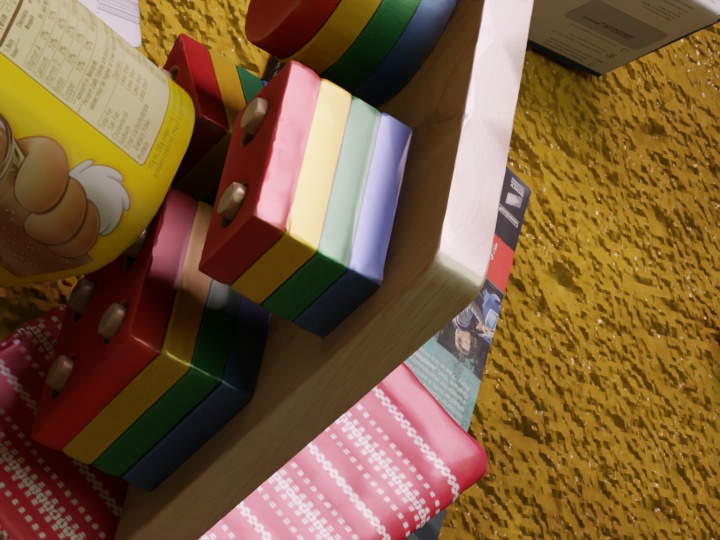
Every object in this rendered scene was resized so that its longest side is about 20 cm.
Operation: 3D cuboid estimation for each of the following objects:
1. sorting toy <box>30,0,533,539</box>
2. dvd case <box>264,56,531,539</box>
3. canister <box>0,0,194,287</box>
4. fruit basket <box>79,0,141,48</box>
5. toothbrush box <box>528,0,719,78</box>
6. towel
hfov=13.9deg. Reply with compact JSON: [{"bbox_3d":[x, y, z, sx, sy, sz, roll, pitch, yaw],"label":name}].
[{"bbox_3d":[-0.030,-0.033,0.995,0.070,0.200,0.199,29,46,-18],"label":"sorting toy"},{"bbox_3d":[0.000,0.000,1.211,0.146,0.022,0.200,41,45,-29],"label":"dvd case"},{"bbox_3d":[-0.168,-0.078,0.953,0.200,0.149,0.087,39,61,-33],"label":"canister"},{"bbox_3d":[-0.160,-0.188,1.081,0.185,0.094,0.200,26,39,-40],"label":"fruit basket"},{"bbox_3d":[0.088,-0.211,1.359,0.146,0.085,0.200,20,59,-42],"label":"toothbrush box"},{"bbox_3d":[-0.055,0.063,1.066,0.145,0.022,0.200,49,45,8],"label":"towel"}]
